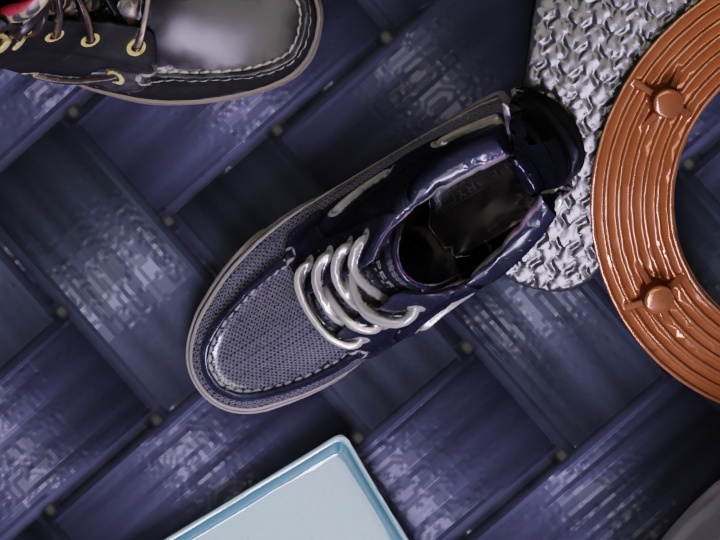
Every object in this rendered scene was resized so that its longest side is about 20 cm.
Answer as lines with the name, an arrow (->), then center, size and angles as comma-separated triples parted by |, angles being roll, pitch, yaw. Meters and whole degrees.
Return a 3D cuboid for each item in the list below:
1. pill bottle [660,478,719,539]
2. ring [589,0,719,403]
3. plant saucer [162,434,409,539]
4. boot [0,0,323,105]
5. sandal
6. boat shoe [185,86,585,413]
pill bottle -> 0.206, 0.180, 0.841 | 0.200, 0.113, 0.113 | 39, 94, 1
ring -> 0.195, -0.031, 0.855 | 0.200, 0.019, 0.201 | -1, 106, -4
plant saucer -> -0.074, 0.150, 0.903 | 0.200, 0.019, 0.070 | -31, 91, 3
boot -> -0.119, -0.110, 0.825 | 0.200, 0.151, 0.073 | 11, 93, 3
sandal -> 0.101, -0.090, 0.873 | 0.075, 0.048, 0.201 | 22, 106, 1
boat shoe -> 0.000, 0.000, 0.839 | 0.200, 0.093, 0.075 | -39, 95, 17
